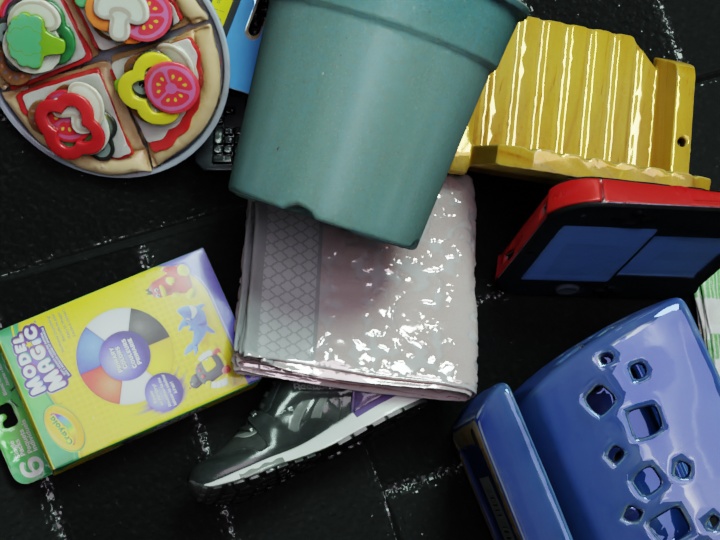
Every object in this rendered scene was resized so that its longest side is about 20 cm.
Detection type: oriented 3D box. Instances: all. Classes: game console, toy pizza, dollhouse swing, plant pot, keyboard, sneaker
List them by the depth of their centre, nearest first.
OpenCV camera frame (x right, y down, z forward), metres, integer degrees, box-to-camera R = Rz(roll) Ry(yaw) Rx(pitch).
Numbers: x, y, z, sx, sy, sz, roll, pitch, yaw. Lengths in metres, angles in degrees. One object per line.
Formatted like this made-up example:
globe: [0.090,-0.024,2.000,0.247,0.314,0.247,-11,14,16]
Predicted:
plant pot: [0.000,-0.128,1.236,0.200,0.200,0.197,18,91,-8]
plant pot: [0.182,0.152,1.271,0.179,0.200,0.200,-21,84,-8]
toy pizza: [-0.198,-0.159,1.272,0.200,0.032,0.201,5,118,10]
sneaker: [-0.054,0.110,1.299,0.200,0.076,0.088,-23,75,-22]
game console: [0.209,-0.018,1.305,0.176,0.200,0.031,6,69,-10]
dollhouse swing: [0.179,-0.136,1.336,0.199,0.176,0.182,9,77,-9]
keyboard: [-0.077,-0.174,1.340,0.104,0.040,0.201,1,70,-4]

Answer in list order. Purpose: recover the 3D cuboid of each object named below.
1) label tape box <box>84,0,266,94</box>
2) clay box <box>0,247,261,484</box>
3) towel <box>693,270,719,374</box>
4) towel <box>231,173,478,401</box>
label tape box: [-0.149,-0.220,1.329,0.200,0.063,0.145,20,76,2]
clay box: [-0.190,0.074,1.282,0.200,0.048,0.115,-23,84,-16]
towel: [0.354,0.046,1.413,0.152,0.023,0.201,-4,79,-13]
towel: [0.000,0.000,1.315,0.190,0.032,0.200,8,60,-9]
